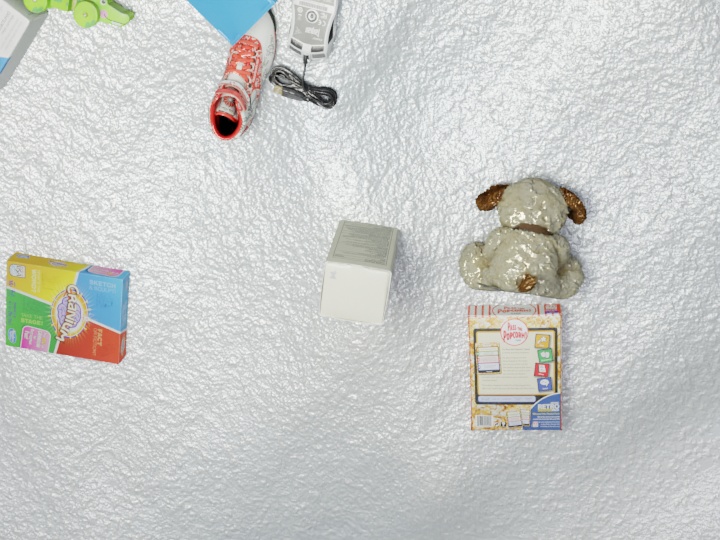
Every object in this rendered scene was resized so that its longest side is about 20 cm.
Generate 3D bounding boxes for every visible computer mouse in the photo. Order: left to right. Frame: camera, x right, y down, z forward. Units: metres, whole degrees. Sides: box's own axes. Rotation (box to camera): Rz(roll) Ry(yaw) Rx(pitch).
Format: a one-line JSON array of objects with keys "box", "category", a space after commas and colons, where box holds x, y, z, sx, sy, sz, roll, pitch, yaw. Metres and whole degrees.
[{"box": [-0.070, -0.347, 1.695, 0.108, 0.044, 0.203, 16, 116, 6], "category": "computer mouse"}]

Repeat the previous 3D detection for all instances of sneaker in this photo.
[{"box": [-0.174, -0.288, 1.691, 0.066, 0.108, 0.205, 17, 111, 0], "category": "sneaker"}]

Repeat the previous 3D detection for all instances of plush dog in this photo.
[{"box": [0.250, -0.053, 1.719, 0.196, 0.160, 0.175, 6, 87, 5], "category": "plush dog"}]

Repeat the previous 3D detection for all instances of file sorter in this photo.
[{"box": [-0.191, -0.449, 1.596, 0.200, 0.123, 0.138, 44, 148, -14], "category": "file sorter"}]

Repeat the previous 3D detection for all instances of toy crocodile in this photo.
[{"box": [-0.433, -0.406, 1.701, 0.196, 0.068, 0.063, 17, 110, 1], "category": "toy crocodile"}]

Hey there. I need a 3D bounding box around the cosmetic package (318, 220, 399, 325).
[{"box": [0.000, 0.000, 1.724, 0.101, 0.200, 0.089, 10, 110, 3], "category": "cosmetic package"}]

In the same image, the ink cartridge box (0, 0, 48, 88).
[{"box": [-0.596, -0.385, 1.719, 0.199, 0.086, 0.147, 36, 110, -8], "category": "ink cartridge box"}]

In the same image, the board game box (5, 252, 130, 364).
[{"box": [-0.483, 0.063, 1.889, 0.196, 0.040, 0.156, 8, 110, 4], "category": "board game box"}]

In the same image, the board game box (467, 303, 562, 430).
[{"box": [0.248, 0.156, 1.833, 0.148, 0.046, 0.204, 0, 110, 7], "category": "board game box"}]
